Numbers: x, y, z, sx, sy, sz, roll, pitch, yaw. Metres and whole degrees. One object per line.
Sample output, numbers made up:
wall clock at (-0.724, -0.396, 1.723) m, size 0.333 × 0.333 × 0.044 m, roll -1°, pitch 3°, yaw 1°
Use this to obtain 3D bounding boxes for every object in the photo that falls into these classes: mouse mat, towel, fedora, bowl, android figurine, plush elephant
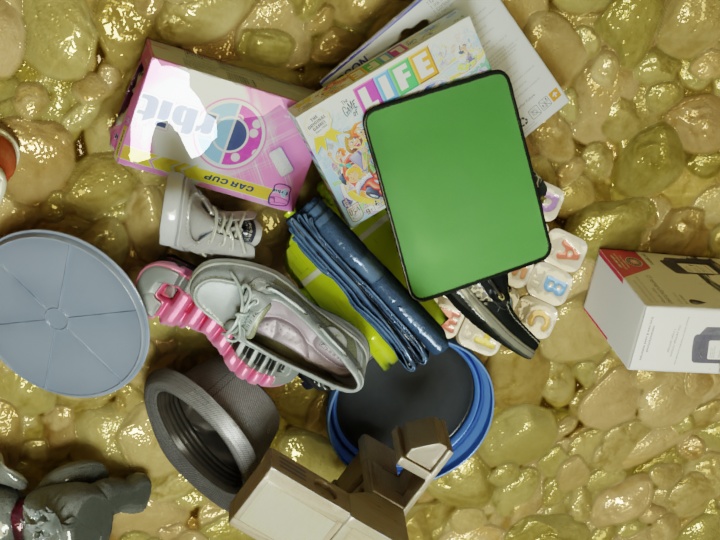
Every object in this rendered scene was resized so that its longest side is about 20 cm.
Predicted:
mouse mat at (0.098, -0.084, 1.363) m, size 0.160 × 0.008 × 0.201 m, roll -18°, pitch 101°, yaw -12°
towel at (0.005, 0.012, 1.371) m, size 0.049 × 0.112 × 0.200 m, roll -43°, pitch 93°, yaw 6°
fedora at (-0.150, 0.165, 1.500) m, size 0.090 × 0.176 × 0.201 m, roll -42°, pitch 150°, yaw -28°
bowl at (0.056, 0.157, 1.591) m, size 0.199 × 0.039 × 0.202 m, roll -6°, pitch 118°, yaw -10°
android figurine at (0.000, 0.000, 1.447) m, size 0.182 × 0.041 × 0.201 m, roll -36°, pitch 91°, yaw -13°
plush elephant at (-0.353, 0.280, 1.502) m, size 0.200 × 0.154 × 0.166 m, roll 37°, pitch 61°, yaw -59°

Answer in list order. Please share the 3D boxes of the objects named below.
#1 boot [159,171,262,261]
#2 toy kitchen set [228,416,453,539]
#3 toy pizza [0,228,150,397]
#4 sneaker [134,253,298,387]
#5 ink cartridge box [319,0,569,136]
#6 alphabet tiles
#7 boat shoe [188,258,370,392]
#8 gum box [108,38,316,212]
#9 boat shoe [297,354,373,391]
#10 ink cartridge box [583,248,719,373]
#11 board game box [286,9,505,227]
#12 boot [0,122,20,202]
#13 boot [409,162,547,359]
boot at (-0.143, -0.050, 1.350) m, size 0.095 × 0.200 × 0.074 m, roll 8°, pitch 87°, yaw -1°
toy kitchen set at (-0.020, 0.201, 1.467) m, size 0.180 × 0.200 × 0.164 m, roll 32°, pitch 106°, yaw -15°
toy pizza at (-0.308, 0.043, 1.420) m, size 0.199 × 0.032 × 0.202 m, roll 7°, pitch 121°, yaw 12°
sneaker at (-0.145, 0.045, 1.449) m, size 0.199 × 0.095 × 0.079 m, roll 36°, pitch 100°, yaw -12°
ink cartridge box at (0.086, -0.189, 1.414) m, size 0.197 × 0.047 × 0.200 m, roll -39°, pitch 116°, yaw 3°
alphabet tiles at (0.140, -0.014, 1.490) m, size 0.194 × 0.015 × 0.201 m, roll 24°, pitch 90°, yaw -7°
boat shoe at (-0.081, 0.056, 1.368) m, size 0.201 × 0.065 × 0.075 m, roll 32°, pitch 112°, yaw -11°
gum box at (-0.144, -0.145, 1.371) m, size 0.199 × 0.066 × 0.114 m, roll 15°, pitch 111°, yaw -20°
boat shoe at (0.002, 0.059, 1.517) m, size 0.200 × 0.093 × 0.075 m, roll -36°, pitch 98°, yaw -23°
ink cartridge box at (0.376, 0.048, 1.551) m, size 0.198 × 0.145 × 0.085 m, roll 4°, pitch 116°, yaw -15°
board game box at (0.043, -0.151, 1.368) m, size 0.199 × 0.034 × 0.135 m, roll -31°, pitch 118°, yaw -6°
boot at (-0.414, -0.054, 1.332) m, size 0.200 × 0.107 × 0.075 m, roll -42°, pitch 120°, yaw 11°
boot at (0.152, -0.020, 1.425) m, size 0.204 × 0.073 × 0.154 m, roll 44°, pitch 83°, yaw -19°
